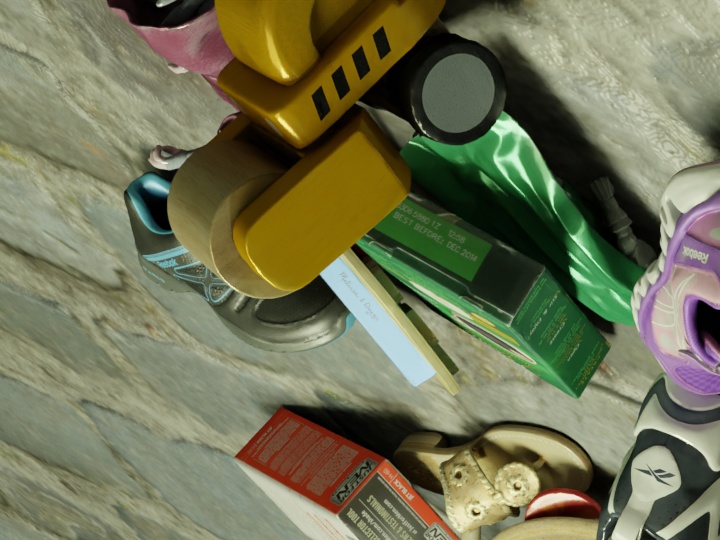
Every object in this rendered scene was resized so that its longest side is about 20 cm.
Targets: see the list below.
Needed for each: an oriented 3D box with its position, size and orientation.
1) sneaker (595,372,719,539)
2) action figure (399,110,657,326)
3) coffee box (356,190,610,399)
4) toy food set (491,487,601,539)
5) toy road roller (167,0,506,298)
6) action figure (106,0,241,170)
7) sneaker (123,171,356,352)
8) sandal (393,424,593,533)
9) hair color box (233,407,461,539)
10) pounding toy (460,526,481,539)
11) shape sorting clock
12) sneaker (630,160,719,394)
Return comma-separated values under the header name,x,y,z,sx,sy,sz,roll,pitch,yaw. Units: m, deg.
name,x,y,z,sx,sy,sz,roll,pitch,yaw
sneaker,0.193,0.152,1.460,0.079,0.130,0.199,26,170,20
action figure,0.117,-0.026,1.380,0.200,0.055,0.118,40,155,-12
coffee box,0.073,0.011,1.435,0.123,0.044,0.200,31,176,23
toy food set,0.176,0.235,1.703,0.198,0.049,0.200,41,138,-13
toy road roller,-0.037,-0.099,1.286,0.146,0.200,0.123,48,174,-27
action figure,-0.072,-0.138,1.431,0.149,0.134,0.200,-27,137,18
sneaker,-0.088,-0.005,1.675,0.200,0.073,0.082,21,150,31
sandal,0.083,0.161,1.737,0.078,0.070,0.212,48,154,-22
hair color box,-0.012,0.177,1.859,0.102,0.061,0.200,49,168,-24
pounding toy,0.111,0.306,1.853,0.142,0.184,0.200,19,153,10
shape sorting clock,0.000,0.000,1.542,0.200,0.039,0.200,51,-178,-2
sneaker,0.194,0.025,1.295,0.080,0.089,0.200,-8,150,-2
